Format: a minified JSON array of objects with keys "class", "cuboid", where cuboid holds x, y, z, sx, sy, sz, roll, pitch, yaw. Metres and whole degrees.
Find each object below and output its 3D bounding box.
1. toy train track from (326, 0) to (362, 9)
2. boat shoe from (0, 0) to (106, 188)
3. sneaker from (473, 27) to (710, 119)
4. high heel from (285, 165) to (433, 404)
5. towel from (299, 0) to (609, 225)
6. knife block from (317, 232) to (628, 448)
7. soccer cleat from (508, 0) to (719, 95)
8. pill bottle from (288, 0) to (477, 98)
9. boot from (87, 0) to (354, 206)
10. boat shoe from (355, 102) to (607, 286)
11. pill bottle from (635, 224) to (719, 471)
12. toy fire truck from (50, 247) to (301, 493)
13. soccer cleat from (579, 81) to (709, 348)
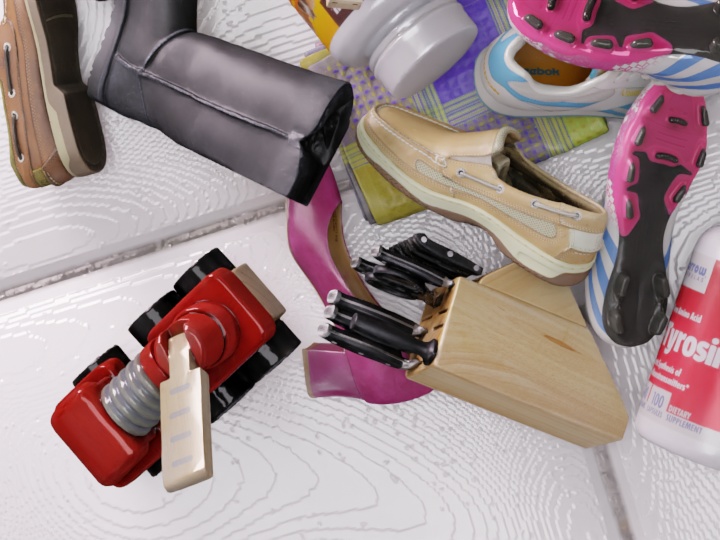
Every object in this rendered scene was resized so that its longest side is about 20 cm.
[{"class":"toy train track","cuboid":[-0.015,-0.273,1.618,0.114,0.033,0.201,3,63,-15]},{"class":"boat shoe","cuboid":[-0.247,-0.161,1.740,0.068,0.072,0.201,-14,82,20]},{"class":"sneaker","cuboid":[0.185,-0.147,1.673,0.199,0.081,0.077,-9,84,-11]},{"class":"high heel","cuboid":[0.000,0.000,1.714,0.095,0.067,0.201,-2,97,16]},{"class":"towel","cuboid":[0.069,-0.129,1.729,0.199,0.023,0.144,-20,89,7]},{"class":"knife block","cuboid":[0.074,0.063,1.679,0.175,0.064,0.201,-25,90,-21]},{"class":"soccer cleat","cuboid":[0.198,-0.151,1.596,0.199,0.086,0.070,10,66,12]},{"class":"pill bottle","cuboid":[-0.007,-0.223,1.678,0.109,0.109,0.200,-40,78,6]},{"class":"boot","cuboid":[-0.091,-0.157,1.688,0.199,0.066,0.166,27,108,32]},{"class":"boat shoe","cuboid":[0.090,-0.073,1.665,0.199,0.072,0.076,31,128,13]},{"class":"pill bottle","cuboid":[0.276,0.039,1.665,0.112,0.112,0.201,19,94,6]},{"class":"toy fire truck","cuboid":[-0.141,0.096,1.660,0.176,0.200,0.129,-42,87,21]},{"class":"soccer cleat","cuboid":[0.192,-0.046,1.681,0.069,0.086,0.201,7,101,-22]}]
